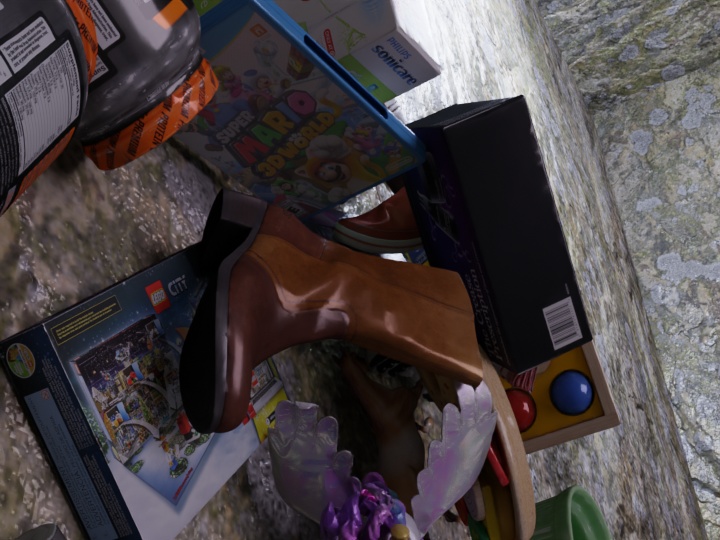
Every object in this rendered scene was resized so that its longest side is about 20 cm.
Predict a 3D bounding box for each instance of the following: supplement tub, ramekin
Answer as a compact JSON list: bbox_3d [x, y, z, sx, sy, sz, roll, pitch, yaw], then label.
[{"bbox_3d":[-0.175,-0.168,0.523,0.202,0.120,0.124,57,26,-27],"label":"supplement tub"},{"bbox_3d":[0.234,0.361,1.031,0.200,0.096,0.203,47,31,-41],"label":"ramekin"},{"bbox_3d":[-0.198,-0.073,0.391,0.124,0.120,0.202,57,25,-25],"label":"supplement tub"}]

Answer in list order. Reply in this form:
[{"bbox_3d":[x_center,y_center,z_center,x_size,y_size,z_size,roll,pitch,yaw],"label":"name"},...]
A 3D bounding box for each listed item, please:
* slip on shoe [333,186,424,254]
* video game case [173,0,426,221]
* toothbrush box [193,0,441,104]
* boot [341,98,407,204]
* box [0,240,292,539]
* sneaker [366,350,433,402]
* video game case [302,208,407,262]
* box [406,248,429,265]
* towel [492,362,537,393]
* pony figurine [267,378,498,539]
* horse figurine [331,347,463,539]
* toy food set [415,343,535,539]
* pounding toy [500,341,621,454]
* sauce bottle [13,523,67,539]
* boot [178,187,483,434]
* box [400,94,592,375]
[{"bbox_3d":[0.056,-0.061,0.844,0.197,0.074,0.063,-17,117,-33],"label":"slip on shoe"},{"bbox_3d":[-0.063,-0.112,0.668,0.199,0.141,0.018,35,45,-40],"label":"video game case"},{"bbox_3d":[-0.050,-0.195,0.728,0.086,0.197,0.149,25,49,-58],"label":"toothbrush box"},{"bbox_3d":[0.009,-0.100,0.863,0.189,0.063,0.201,62,27,-18],"label":"boot"},{"bbox_3d":[-0.119,0.069,0.557,0.139,0.037,0.200,67,23,-7],"label":"box"},{"bbox_3d":[0.067,0.079,0.932,0.199,0.074,0.082,38,29,-52],"label":"sneaker"},{"bbox_3d":[0.000,0.000,0.829,0.144,0.019,0.199,56,23,21],"label":"video game case"},{"bbox_3d":[0.092,-0.012,0.974,0.071,0.064,0.200,52,6,-10],"label":"box"},{"bbox_3d":[0.149,0.030,0.914,0.200,0.022,0.148,-146,-112,-78],"label":"towel"},{"bbox_3d":[0.017,0.186,0.612,0.202,0.162,0.197,-104,-163,-53],"label":"pony figurine"},{"bbox_3d":[0.044,0.171,0.818,0.131,0.049,0.205,14,62,-55],"label":"horse figurine"},{"bbox_3d":[0.093,0.143,0.751,0.198,0.048,0.205,-125,-158,-71],"label":"toy food set"},{"bbox_3d":[0.189,0.110,1.065,0.142,0.180,0.204,15,56,-76],"label":"pounding toy"},{"bbox_3d":[-0.112,0.215,0.423,0.203,0.065,0.066,62,24,-12],"label":"sauce bottle"},{"bbox_3d":[-0.012,0.046,0.578,0.196,0.069,0.190,21,32,-19],"label":"boot"},{"bbox_3d":[0.104,-0.033,0.748,0.141,0.077,0.204,-151,-139,-74],"label":"box"}]
